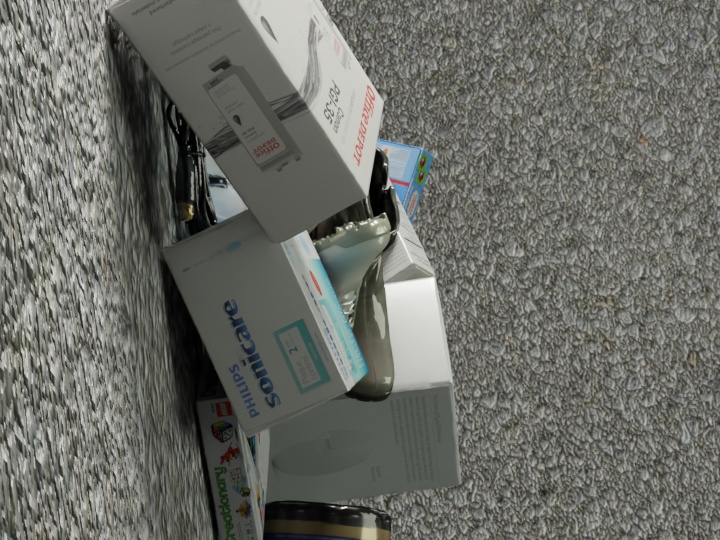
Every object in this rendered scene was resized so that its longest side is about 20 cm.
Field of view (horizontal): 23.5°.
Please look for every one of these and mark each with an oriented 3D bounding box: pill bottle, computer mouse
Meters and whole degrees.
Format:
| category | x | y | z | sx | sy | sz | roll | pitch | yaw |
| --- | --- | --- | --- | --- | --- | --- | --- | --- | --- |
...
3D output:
| category | x | y | z | sx | sy | sz | roll | pitch | yaw |
| --- | --- | --- | --- | --- | --- | --- | --- | --- | --- |
| pill bottle | -0.036 | 0.289 | 1.381 | 0.112 | 0.111 | 0.202 | 76 | 18 | -78 |
| computer mouse | -0.118 | -0.070 | 1.396 | 0.200 | 0.043 | 0.111 | 70 | 12 | -83 |

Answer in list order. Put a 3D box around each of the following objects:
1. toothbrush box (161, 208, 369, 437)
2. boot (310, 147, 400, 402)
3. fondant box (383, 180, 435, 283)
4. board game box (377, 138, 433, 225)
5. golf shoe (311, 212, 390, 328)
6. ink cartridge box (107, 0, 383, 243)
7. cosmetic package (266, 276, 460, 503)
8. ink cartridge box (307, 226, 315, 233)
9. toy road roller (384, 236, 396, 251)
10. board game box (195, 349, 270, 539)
| category | x | y | z | sx | sy | sz | roll | pitch | yaw |
| --- | --- | --- | --- | --- | --- | --- | --- | --- | --- |
| toothbrush box | -0.066 | 0.033 | 1.291 | 0.200 | 0.085 | 0.148 | -3 | 68 | -84 |
| boot | 0.000 | 0.000 | 1.495 | 0.131 | 0.067 | 0.202 | 119 | -35 | -51 |
| fondant box | -0.024 | -0.042 | 1.896 | 0.058 | 0.144 | 0.201 | 30 | 31 | -56 |
| board game box | -0.016 | -0.053 | 1.951 | 0.037 | 0.150 | 0.202 | 29 | 79 | -57 |
| golf shoe | -0.023 | 0.028 | 1.446 | 0.098 | 0.078 | 0.200 | 59 | -43 | 11 |
| ink cartridge box | -0.070 | -0.143 | 1.173 | 0.201 | 0.082 | 0.147 | 55 | 22 | -25 |
| cosmetic package | -0.012 | 0.119 | 1.628 | 0.200 | 0.198 | 0.124 | 82 | 2 | -56 |
| ink cartridge box | -0.062 | -0.054 | 1.494 | 0.057 | 0.163 | 0.200 | 41 | 7 | -2 |
| toy road roller | -0.073 | -0.059 | 1.823 | 0.200 | 0.146 | 0.123 | 48 | 14 | 30 |
| board game box | -0.100 | 0.121 | 1.389 | 0.200 | 0.034 | 0.128 | -93 | 175 | -72 |
